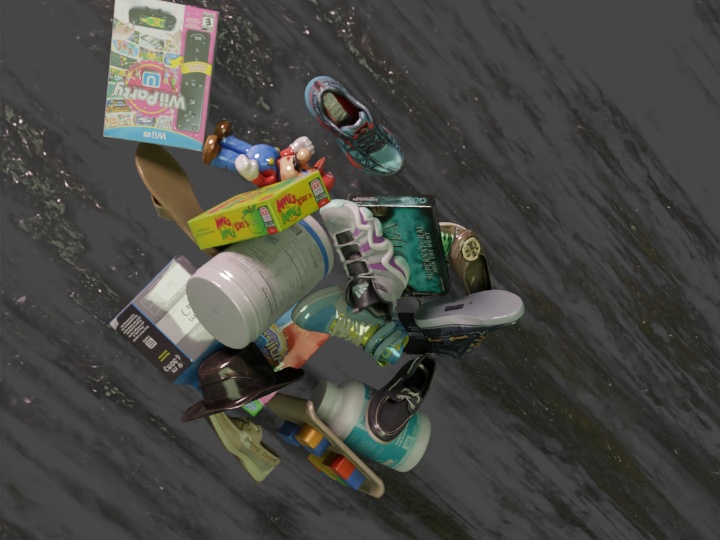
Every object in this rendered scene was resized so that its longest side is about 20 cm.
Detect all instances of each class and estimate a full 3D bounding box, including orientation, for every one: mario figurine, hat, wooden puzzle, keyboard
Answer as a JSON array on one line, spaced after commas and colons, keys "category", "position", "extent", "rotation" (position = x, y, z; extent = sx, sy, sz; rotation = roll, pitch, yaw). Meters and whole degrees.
[{"category": "mario figurine", "position": [-0.130, -0.173, 1.160], "extent": [0.198, 0.106, 0.124], "rotation": [21, 73, -5]}, {"category": "hat", "position": [-0.189, 0.156, 1.165], "extent": [0.199, 0.201, 0.082], "rotation": [-20, 91, -5]}, {"category": "wooden puzzle", "position": [-0.069, 0.291, 1.258], "extent": [0.046, 0.185, 0.201], "rotation": [-44, 108, -22]}, {"category": "keyboard", "position": [0.099, 0.084, 1.324], "extent": [0.198, 0.021, 0.128], "rotation": [3, 106, -13]}]

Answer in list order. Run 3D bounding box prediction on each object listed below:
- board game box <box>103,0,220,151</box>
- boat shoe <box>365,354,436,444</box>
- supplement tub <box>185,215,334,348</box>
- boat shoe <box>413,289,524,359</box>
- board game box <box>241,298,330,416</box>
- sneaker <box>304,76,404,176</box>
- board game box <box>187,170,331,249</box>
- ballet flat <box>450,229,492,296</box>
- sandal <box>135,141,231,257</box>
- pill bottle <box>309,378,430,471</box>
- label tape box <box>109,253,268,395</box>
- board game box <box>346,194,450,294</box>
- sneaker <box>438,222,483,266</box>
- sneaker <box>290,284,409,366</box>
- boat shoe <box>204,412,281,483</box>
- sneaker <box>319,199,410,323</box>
[{"category": "board game box", "position": [-0.290, -0.288, 1.129], "extent": [0.146, 0.064, 0.202], "rotation": [7, 103, -12]}, {"category": "boat shoe", "position": [0.070, 0.203, 1.260], "extent": [0.073, 0.200, 0.063], "rotation": [42, 128, 2]}, {"category": "supplement tub", "position": [-0.145, 0.007, 1.140], "extent": [0.200, 0.131, 0.133], "rotation": [-42, 112, -36]}, {"category": "boat shoe", "position": [0.188, 0.091, 1.257], "extent": [0.091, 0.199, 0.071], "rotation": [60, 44, -26]}, {"category": "board game box", "position": [-0.165, 0.118, 1.269], "extent": [0.153, 0.040, 0.200], "rotation": [42, 93, -17]}, {"category": "sneaker", "position": [-0.007, -0.213, 1.186], "extent": [0.200, 0.096, 0.079], "rotation": [40, 95, -17]}, {"category": "board game box", "position": [-0.145, -0.082, 1.076], "extent": [0.101, 0.199, 0.048], "rotation": [-36, 109, -39]}, {"category": "ballet flat", "position": [0.194, 0.021, 1.272], "extent": [0.067, 0.046, 0.201], "rotation": [-29, 126, -19]}, {"category": "sandal", "position": [-0.285, -0.093, 1.175], "extent": [0.212, 0.078, 0.070], "rotation": [50, 130, 1]}, {"category": "pill bottle", "position": [0.012, 0.255, 1.302], "extent": [0.199, 0.111, 0.111], "rotation": [27, 98, -17]}, {"category": "label tape box", "position": [-0.262, 0.096, 1.194], "extent": [0.144, 0.063, 0.200], "rotation": [-44, 99, 3]}, {"category": "board game box", "position": [0.062, -0.038, 1.202], "extent": [0.134, 0.028, 0.201], "rotation": [2, 139, 18]}, {"category": "sneaker", "position": [0.115, -0.046, 1.256], "extent": [0.198, 0.089, 0.078], "rotation": [14, 101, -15]}, {"category": "sneaker", "position": [-0.003, 0.092, 1.189], "extent": [0.199, 0.131, 0.080], "rotation": [-3, 136, -39]}, {"category": "boat shoe", "position": [-0.197, 0.273, 1.278], "extent": [0.065, 0.072, 0.201], "rotation": [-38, 126, -12]}, {"category": "sneaker", "position": [0.000, 0.000, 1.133], "extent": [0.077, 0.141, 0.200], "rotation": [-19, 130, 37]}]
